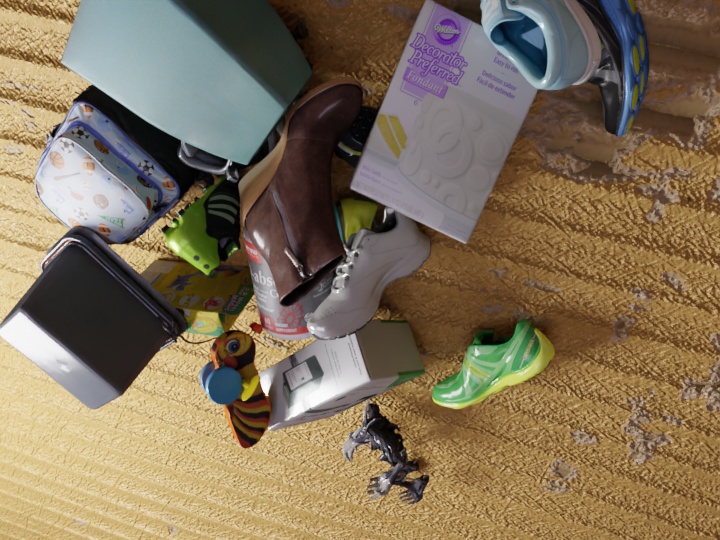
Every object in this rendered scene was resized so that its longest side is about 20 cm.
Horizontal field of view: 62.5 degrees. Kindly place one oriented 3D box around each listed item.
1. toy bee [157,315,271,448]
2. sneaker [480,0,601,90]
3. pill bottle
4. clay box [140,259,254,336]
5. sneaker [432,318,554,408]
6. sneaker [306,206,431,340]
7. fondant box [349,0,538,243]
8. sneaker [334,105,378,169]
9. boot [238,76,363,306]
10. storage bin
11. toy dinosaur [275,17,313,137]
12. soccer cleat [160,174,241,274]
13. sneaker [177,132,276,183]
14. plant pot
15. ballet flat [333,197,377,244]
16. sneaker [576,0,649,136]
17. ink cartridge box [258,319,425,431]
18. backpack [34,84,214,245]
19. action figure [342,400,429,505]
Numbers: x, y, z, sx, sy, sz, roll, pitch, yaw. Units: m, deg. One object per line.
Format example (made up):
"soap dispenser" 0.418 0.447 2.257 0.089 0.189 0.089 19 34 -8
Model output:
"toy bee" -0.161 0.126 0.780 0.130 0.108 0.203 33 151 50
"sneaker" 0.140 -0.254 0.549 0.202 0.081 0.074 55 147 14
"pill bottle" -0.092 -0.023 0.779 0.113 0.116 0.205 1 117 16
"clay box" -0.241 0.039 0.867 0.194 0.116 0.049 6 124 15
"sneaker" 0.176 0.129 0.827 0.199 0.073 0.085 -37 80 35
"sneaker" 0.000 0.000 0.732 0.074 0.200 0.088 15 146 53
"fondant box" 0.089 -0.153 0.630 0.141 0.058 0.204 23 100 -4
"sneaker" 0.050 -0.127 0.719 0.197 0.073 0.083 32 156 -6
"boot" -0.043 -0.082 0.624 0.199 0.072 0.169 -41 59 23
"storage bin" -0.356 0.075 0.768 0.144 0.136 0.201 -26 115 33
"toy dinosaur" -0.110 -0.237 0.697 0.100 0.077 0.204 0 125 31
"soccer cleat" -0.178 -0.060 0.735 0.067 0.201 0.081 -36 108 22
"sneaker" -0.191 -0.197 0.706 0.075 0.115 0.201 -30 109 36
"plant pot" -0.156 -0.220 0.598 0.198 0.143 0.141 37 130 -13
"ballet flat" 0.002 -0.002 0.801 0.065 0.067 0.205 -8 120 -10
"sneaker" 0.232 -0.231 0.592 0.081 0.071 0.202 -5 124 45
"ink cartridge box" -0.030 0.147 0.839 0.198 0.144 0.086 -32 68 31
"backpack" -0.329 -0.123 0.784 0.200 0.155 0.189 46 133 -16
"action figure" 0.032 0.291 0.921 0.101 0.119 0.202 -34 126 -2
